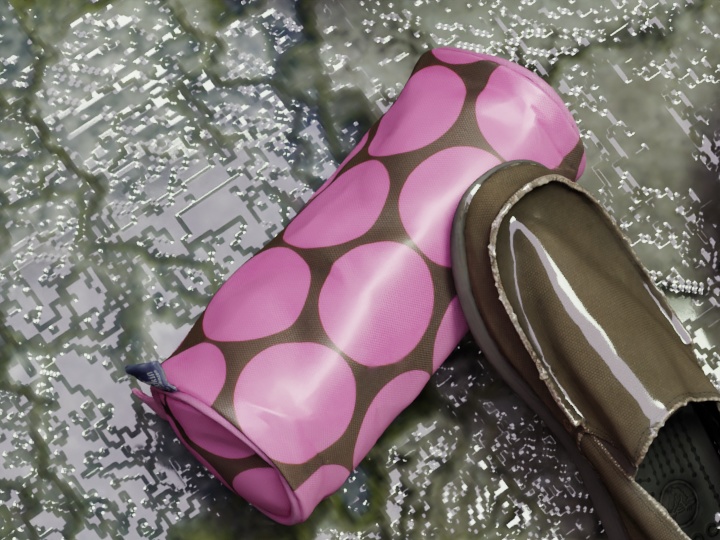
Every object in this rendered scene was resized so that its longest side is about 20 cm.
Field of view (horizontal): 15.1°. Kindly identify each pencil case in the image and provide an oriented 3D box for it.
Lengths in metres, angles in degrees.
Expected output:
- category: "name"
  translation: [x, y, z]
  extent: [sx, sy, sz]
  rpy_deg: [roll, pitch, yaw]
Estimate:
- category: "pencil case"
  translation: [0.000, 0.000, 1.092]
  extent: [0.200, 0.091, 0.093]
  rpy_deg: [-48, 37, -16]

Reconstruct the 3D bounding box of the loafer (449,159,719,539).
- category: "loafer"
  translation: [0.109, 0.043, 1.056]
  extent: [0.073, 0.071, 0.201]
  rpy_deg: [-37, 101, -23]
